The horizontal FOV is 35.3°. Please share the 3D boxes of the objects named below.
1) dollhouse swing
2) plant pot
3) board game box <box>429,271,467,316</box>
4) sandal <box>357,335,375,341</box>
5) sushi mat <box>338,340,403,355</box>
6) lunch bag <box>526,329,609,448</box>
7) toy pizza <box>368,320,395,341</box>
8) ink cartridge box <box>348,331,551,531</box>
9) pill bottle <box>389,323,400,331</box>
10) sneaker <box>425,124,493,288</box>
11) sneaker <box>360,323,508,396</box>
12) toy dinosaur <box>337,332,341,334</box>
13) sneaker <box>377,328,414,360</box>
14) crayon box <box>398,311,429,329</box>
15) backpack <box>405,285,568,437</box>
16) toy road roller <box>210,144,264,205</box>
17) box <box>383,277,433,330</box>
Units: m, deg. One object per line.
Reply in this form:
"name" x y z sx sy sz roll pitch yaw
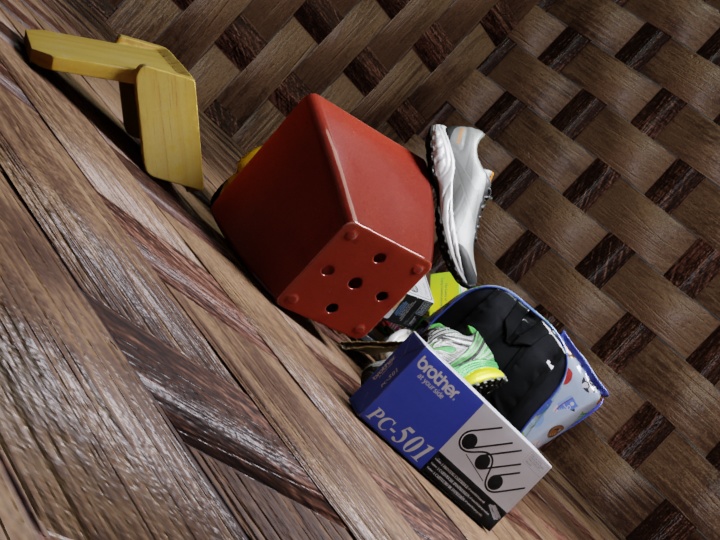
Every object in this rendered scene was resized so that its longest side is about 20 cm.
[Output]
"dollhouse swing" -0.291 -0.187 1.322 0.200 0.174 0.184 -132 -143 -61
"plant pot" -0.028 -0.044 1.305 0.199 0.200 0.177 26 29 -36
"board game box" 0.132 0.113 1.635 0.102 0.047 0.202 65 23 -49
"sandal" -0.022 0.052 1.666 0.075 0.045 0.200 43 3 -33
"sushi mat" 0.036 0.103 1.490 0.200 0.095 0.012 33 55 -78
"lunch bag" 0.237 0.171 1.528 0.124 0.169 0.200 56 3 5
"toy pizza" 0.016 0.079 1.855 0.200 0.032 0.200 45 2 -2
"ink cartridge box" 0.090 0.161 1.113 0.200 0.094 0.044 44 2 -22
"pill bottle" 0.079 0.083 2.063 0.200 0.113 0.113 46 3 18
"sneaker" 0.126 -0.079 1.364 0.074 0.078 0.203 126 -41 -86
"sneaker" 0.068 0.105 1.206 0.199 0.078 0.086 -2 59 -48
"toy dinosaur" -0.070 0.008 1.450 0.200 0.058 0.101 42 4 -47
"sneaker" 0.095 0.154 1.682 0.200 0.075 0.081 42 12 -45
"crayon box" 0.074 0.064 1.792 0.199 0.052 0.126 39 3 -10
"backpack" 0.140 0.122 1.346 0.183 0.200 0.147 44 2 8
"toy road roller" -0.099 -0.120 1.511 0.123 0.200 0.146 44 -20 8
"box" 0.000 0.000 1.627 0.199 0.060 0.117 20 34 -29
